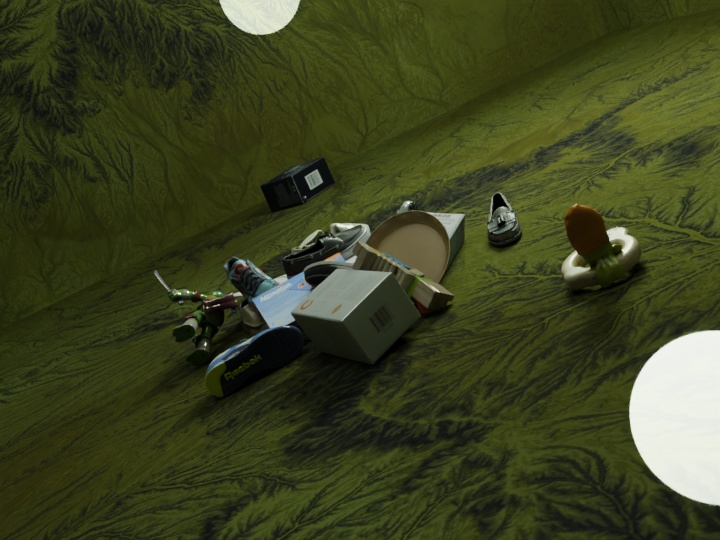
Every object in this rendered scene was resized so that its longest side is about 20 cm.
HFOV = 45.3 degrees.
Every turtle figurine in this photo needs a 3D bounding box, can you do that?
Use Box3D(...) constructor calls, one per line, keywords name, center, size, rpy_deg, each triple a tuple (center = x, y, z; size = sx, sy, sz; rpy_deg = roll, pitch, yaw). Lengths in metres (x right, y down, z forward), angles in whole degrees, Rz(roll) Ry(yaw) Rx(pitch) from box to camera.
Box3D(name="turtle figurine", center=(-0.372, 0.117, 1.867), size=(0.198, 0.145, 0.194), rpy_deg=(9, 27, -4))

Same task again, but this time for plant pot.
Box3D(name="plant pot", center=(0.085, -0.018, 1.632), size=(0.198, 0.027, 0.202), rpy_deg=(-16, 59, 28))

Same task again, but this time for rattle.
Box3D(name="rattle", center=(0.363, -0.066, 1.351), size=(0.130, 0.143, 0.200), rpy_deg=(-36, 9, 42))

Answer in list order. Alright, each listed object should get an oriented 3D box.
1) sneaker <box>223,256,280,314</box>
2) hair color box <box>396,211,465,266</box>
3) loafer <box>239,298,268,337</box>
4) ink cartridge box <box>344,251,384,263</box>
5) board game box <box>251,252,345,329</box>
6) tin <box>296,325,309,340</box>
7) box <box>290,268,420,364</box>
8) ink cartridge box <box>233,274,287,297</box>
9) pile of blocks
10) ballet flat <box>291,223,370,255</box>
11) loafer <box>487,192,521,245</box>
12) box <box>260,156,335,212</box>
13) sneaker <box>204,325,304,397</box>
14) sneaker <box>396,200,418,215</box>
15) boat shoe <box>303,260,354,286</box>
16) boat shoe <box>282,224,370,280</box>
Box3D(name="sneaker", center=(-0.232, 0.026, 1.789), size=(0.080, 0.096, 0.200), rpy_deg=(-51, 32, -9))
Box3D(name="hair color box", center=(0.147, -0.059, 1.763), size=(0.098, 0.061, 0.200), rpy_deg=(5, 24, 18))
Box3D(name="loafer", center=(-0.218, 0.099, 1.830), size=(0.076, 0.068, 0.200), rpy_deg=(-33, 14, -22))
Box3D(name="ink cartridge box", center=(0.000, 0.000, 1.798), size=(0.198, 0.085, 0.145), rpy_deg=(-17, 16, 27))
Box3D(name="board game box", center=(-0.103, 0.046, 1.679), size=(0.199, 0.020, 0.103), rpy_deg=(-28, 50, -12))
Box3D(name="tin", center=(-0.069, 0.093, 1.678), size=(0.199, 0.042, 0.112), rpy_deg=(-15, 21, 35))
Box3D(name="box", center=(-0.012, 0.075, 1.481), size=(0.124, 0.098, 0.199), rpy_deg=(-43, 21, -20))
Box3D(name="ink cartridge box", center=(-0.179, 0.049, 1.938), size=(0.175, 0.045, 0.199), rpy_deg=(-22, 10, -37))
Box3D(name="pile of blocks", center=(0.066, 0.022, 1.534), size=(0.063, 0.199, 0.082), rpy_deg=(-62, -19, 13))
Box3D(name="ballet flat", center=(-0.061, -0.066, 1.836), size=(0.199, 0.063, 0.067), rpy_deg=(-32, 18, -27))
Box3D(name="loafer", center=(0.284, -0.106, 1.759), size=(0.071, 0.063, 0.200), rpy_deg=(-21, 15, 13))
Box3D(name="box", center=(-0.242, -0.330, 3.311), size=(0.199, 0.118, 0.196), rpy_deg=(-11, 19, 45))
Box3D(name="sneaker", center=(-0.199, 0.156, 1.592), size=(0.199, 0.075, 0.082), rpy_deg=(-26, 12, -10))
Box3D(name="sneaker", center=(0.085, -0.093, 1.875), size=(0.072, 0.073, 0.200), rpy_deg=(12, -21, 2))
Box3D(name="boat shoe", center=(-0.021, 0.022, 1.621), size=(0.198, 0.074, 0.061), rpy_deg=(0, 68, 23))
Box3D(name="boat shoe", center=(-0.069, -0.044, 1.763), size=(0.199, 0.057, 0.069), rpy_deg=(-32, 27, -15))
